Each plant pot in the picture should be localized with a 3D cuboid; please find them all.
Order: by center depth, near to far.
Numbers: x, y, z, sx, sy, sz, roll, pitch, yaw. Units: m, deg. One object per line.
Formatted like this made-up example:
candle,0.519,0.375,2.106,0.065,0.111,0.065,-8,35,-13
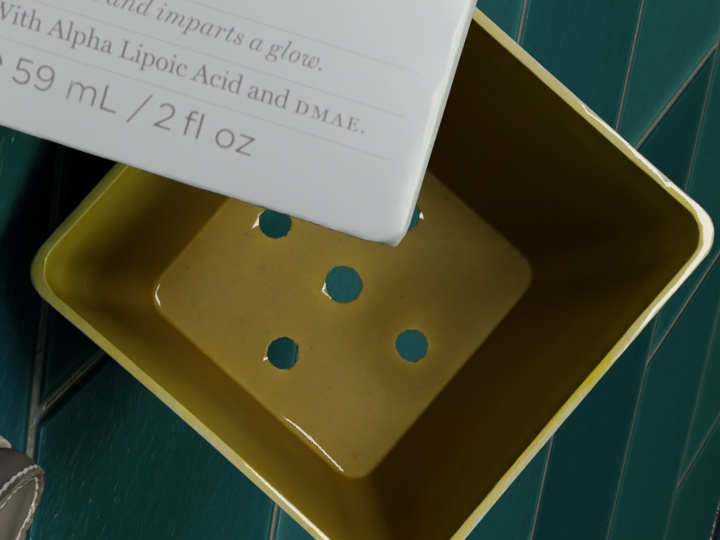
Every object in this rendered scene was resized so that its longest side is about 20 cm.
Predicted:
plant pot,0.000,0.000,1.182,0.200,0.200,0.176,-49,180,-6

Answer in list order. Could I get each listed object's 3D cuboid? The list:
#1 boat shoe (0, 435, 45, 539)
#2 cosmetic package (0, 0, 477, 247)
boat shoe,-0.166,0.142,1.058,0.200,0.059,0.072,-56,158,-44
cosmetic package,-0.035,-0.130,0.946,0.165,0.164,0.201,-92,-161,-85
